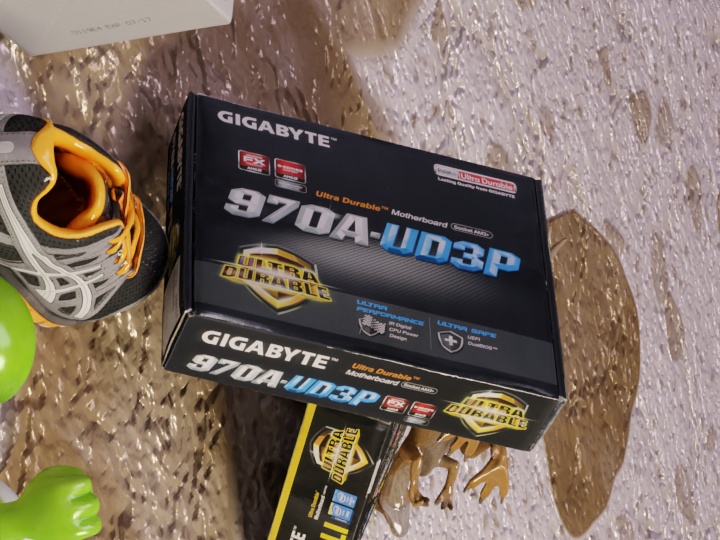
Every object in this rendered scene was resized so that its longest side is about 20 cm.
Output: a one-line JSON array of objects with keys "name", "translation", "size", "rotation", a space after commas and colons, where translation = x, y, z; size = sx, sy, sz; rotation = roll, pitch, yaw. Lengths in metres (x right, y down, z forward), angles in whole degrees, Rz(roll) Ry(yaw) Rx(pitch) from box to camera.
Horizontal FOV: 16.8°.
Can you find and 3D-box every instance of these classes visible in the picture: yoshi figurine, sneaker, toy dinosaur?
[{"name": "yoshi figurine", "translation": [-0.156, 0.082, 1.007], "size": [0.112, 0.112, 0.200], "rotation": [-71, 145, -66]}, {"name": "sneaker", "translation": [-0.133, -0.023, 1.105], "size": [0.200, 0.077, 0.078], "rotation": [25, 60, -64]}, {"name": "toy dinosaur", "translation": [0.059, 0.073, 1.405], "size": [0.060, 0.200, 0.106], "rotation": [27, 17, -27]}]

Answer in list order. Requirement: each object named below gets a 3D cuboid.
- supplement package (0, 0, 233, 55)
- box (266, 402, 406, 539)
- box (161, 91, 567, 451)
[{"name": "supplement package", "translation": [-0.125, -0.217, 1.124], "size": [0.110, 0.114, 0.200], "rotation": [40, 48, -58]}, {"name": "box", "translation": [0.006, 0.066, 1.328], "size": [0.200, 0.049, 0.160], "rotation": [-65, 175, -48]}, {"name": "box", "translation": [0.000, 0.000, 1.233], "size": [0.159, 0.200, 0.046], "rotation": [-92, -158, -44]}]
